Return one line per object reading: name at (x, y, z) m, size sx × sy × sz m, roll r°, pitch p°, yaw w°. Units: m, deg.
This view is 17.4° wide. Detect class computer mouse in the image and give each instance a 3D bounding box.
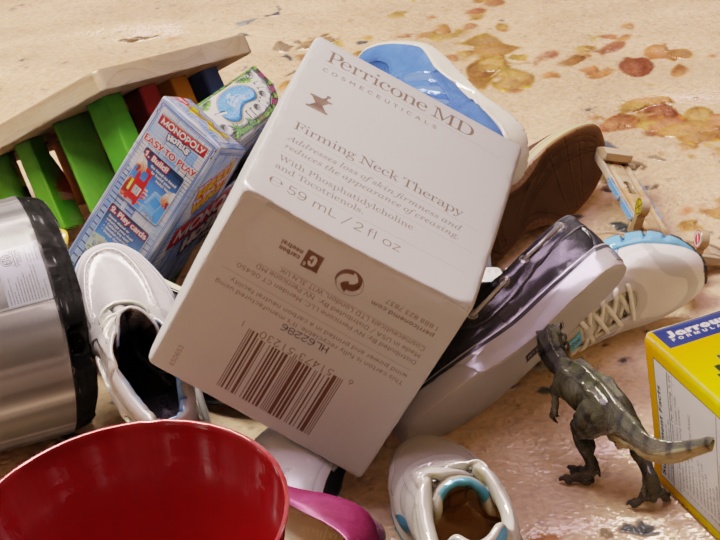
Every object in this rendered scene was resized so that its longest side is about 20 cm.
computer mouse at (-0.036, 0.115, 1.587) m, size 0.109 × 0.044 × 0.200 m, roll 0°, pitch 28°, yaw 11°

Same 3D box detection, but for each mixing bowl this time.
mixing bowl at (-0.130, 0.191, 1.388) m, size 0.198 × 0.109 × 0.201 m, roll -8°, pitch 32°, yaw 5°

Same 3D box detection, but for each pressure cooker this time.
pressure cooker at (-0.296, 0.047, 1.633) m, size 0.199 × 0.180 × 0.176 m, roll -15°, pitch 31°, yaw -17°

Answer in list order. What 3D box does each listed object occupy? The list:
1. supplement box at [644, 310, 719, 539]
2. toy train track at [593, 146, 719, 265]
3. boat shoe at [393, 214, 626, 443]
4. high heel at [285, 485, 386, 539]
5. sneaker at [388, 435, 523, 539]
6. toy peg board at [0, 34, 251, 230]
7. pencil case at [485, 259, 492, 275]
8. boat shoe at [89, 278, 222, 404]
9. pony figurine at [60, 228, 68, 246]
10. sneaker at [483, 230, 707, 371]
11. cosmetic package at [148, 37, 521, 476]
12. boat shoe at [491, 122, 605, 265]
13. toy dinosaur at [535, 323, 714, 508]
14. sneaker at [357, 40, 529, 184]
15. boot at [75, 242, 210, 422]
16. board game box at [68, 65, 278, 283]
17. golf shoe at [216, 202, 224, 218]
supplement box at (0.269, 0.112, 1.451) m, size 0.109 × 0.110 × 0.200 m, roll -16°, pitch 29°, yaw -16°
toy train track at (0.221, -0.049, 1.800) m, size 0.114 × 0.033 × 0.200 m, roll 6°, pitch 29°, yaw -17°
boat shoe at (0.089, 0.038, 1.612) m, size 0.200 × 0.072 × 0.068 m, roll -41°, pitch 69°, yaw -9°
high heel at (-0.085, 0.158, 1.466) m, size 0.198 × 0.068 × 0.096 m, roll 12°, pitch -3°, yaw 12°
sneaker at (0.063, 0.148, 1.463) m, size 0.076 × 0.081 × 0.200 m, roll -13°, pitch 27°, yaw -8°
toy peg board at (-0.203, -0.099, 1.942) m, size 0.199 × 0.098 × 0.199 m, roll -24°, pitch -1°, yaw 36°
pencil case at (0.000, 0.000, 1.738) m, size 0.198 × 0.091 × 0.083 m, roll -11°, pitch 23°, yaw -3°
boat shoe at (-0.157, 0.046, 1.713) m, size 0.200 × 0.074 × 0.063 m, roll 14°, pitch 31°, yaw 27°
pony figurine at (-0.347, -0.013, 1.791) m, size 0.199 × 0.168 × 0.193 m, roll 7°, pitch -3°, yaw -29°
sneaker at (0.154, 0.034, 1.681) m, size 0.198 × 0.075 × 0.087 m, roll -15°, pitch 34°, yaw 3°
cosmetic package at (-0.014, -0.012, 1.563) m, size 0.166 × 0.167 × 0.200 m, roll 28°, pitch 35°, yaw -4°
boat shoe at (0.114, -0.063, 1.864) m, size 0.072 × 0.073 × 0.200 m, roll 18°, pitch 44°, yaw 41°
toy dinosaur at (0.162, 0.105, 1.513) m, size 0.047 × 0.089 × 0.200 m, roll -19°, pitch 31°, yaw -22°
sneaker at (0.026, -0.116, 1.769) m, size 0.111 × 0.077 × 0.200 m, roll -8°, pitch 33°, yaw -35°
boot at (-0.149, 0.043, 1.606) m, size 0.073 × 0.096 × 0.201 m, roll -22°, pitch 59°, yaw -11°
board game box at (-0.132, -0.066, 1.788) m, size 0.062 × 0.200 × 0.200 m, roll 40°, pitch 43°, yaw 9°
golf shoe at (-0.014, -0.049, 1.798) m, size 0.199 × 0.088 × 0.077 m, roll -30°, pitch 28°, yaw -7°
